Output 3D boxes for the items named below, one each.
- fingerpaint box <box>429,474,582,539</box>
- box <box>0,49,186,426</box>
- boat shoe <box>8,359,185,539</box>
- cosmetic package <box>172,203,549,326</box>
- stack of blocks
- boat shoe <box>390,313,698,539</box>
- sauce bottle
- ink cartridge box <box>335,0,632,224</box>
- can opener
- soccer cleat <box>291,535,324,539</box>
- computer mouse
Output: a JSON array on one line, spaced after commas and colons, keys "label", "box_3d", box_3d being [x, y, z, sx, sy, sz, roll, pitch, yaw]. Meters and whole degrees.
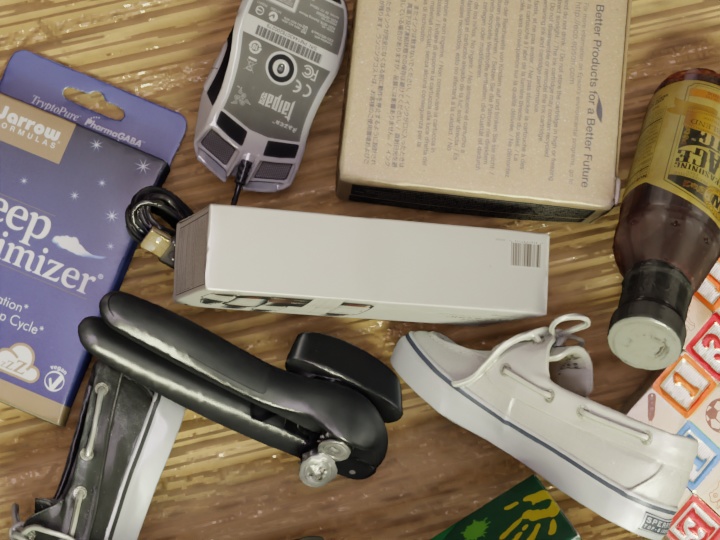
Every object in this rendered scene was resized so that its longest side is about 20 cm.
[{"label": "fingerpaint box", "box_3d": [0.077, 0.241, 0.922, 0.166, 0.073, 0.201, -31, 114, -2]}, {"label": "box", "box_3d": [-0.193, -0.024, 1.019, 0.120, 0.032, 0.202, 21, 81, 1]}, {"label": "boat shoe", "box_3d": [-0.163, 0.149, 0.968, 0.068, 0.074, 0.201, 24, 81, -16]}, {"label": "cosmetic package", "box_3d": [0.000, 0.000, 0.969, 0.198, 0.082, 0.051, 4, 85, -18]}, {"label": "stack of blocks", "box_3d": [0.212, 0.058, 1.006, 0.115, 0.059, 0.200, 41, 83, 4]}, {"label": "boat shoe", "box_3d": [0.104, 0.063, 0.954, 0.201, 0.074, 0.087, 32, 98, 42]}, {"label": "sauce bottle", "box_3d": [0.178, -0.030, 0.968, 0.065, 0.066, 0.201, 19, 50, 1]}, {"label": "ink cartridge box", "box_3d": [0.074, -0.136, 1.020, 0.163, 0.075, 0.203, 7, 82, -2]}, {"label": "can opener", "box_3d": [-0.068, 0.066, 0.978, 0.198, 0.064, 0.079, 21, 39, -20]}, {"label": "soccer cleat", "box_3d": [-0.094, 0.207, 0.939, 0.198, 0.087, 0.070, -15, 66, -26]}, {"label": "computer mouse", "box_3d": [-0.062, -0.085, 1.021, 0.109, 0.044, 0.202, 24, 79, -18]}]
